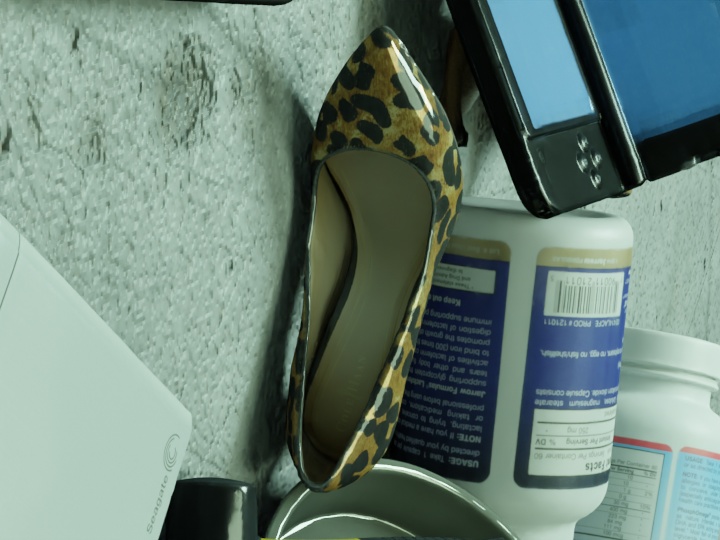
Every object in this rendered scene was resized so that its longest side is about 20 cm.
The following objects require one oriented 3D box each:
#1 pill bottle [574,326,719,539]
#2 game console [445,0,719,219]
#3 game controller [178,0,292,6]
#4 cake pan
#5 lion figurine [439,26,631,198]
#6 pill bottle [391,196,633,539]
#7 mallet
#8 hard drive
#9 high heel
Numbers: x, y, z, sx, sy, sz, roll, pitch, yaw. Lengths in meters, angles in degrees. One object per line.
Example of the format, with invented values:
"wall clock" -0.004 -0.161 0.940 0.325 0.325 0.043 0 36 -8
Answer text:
"pill bottle" 0.165 0.139 1.715 0.109 0.108 0.201 24 75 -66
"game console" 0.129 -0.145 1.439 0.176 0.116 0.201 -18 87 -63
"game controller" -0.069 -0.161 1.153 0.200 0.042 0.105 -10 106 -67
"cake pan" 0.025 0.186 1.351 0.200 0.037 0.201 25 45 -28
"lion figurine" 0.094 -0.104 1.521 0.200 0.072 0.123 16 70 -62
"pill bottle" 0.076 0.066 1.472 0.116 0.115 0.201 -7 104 -67
"mallet" -0.008 0.120 1.298 0.199 0.041 0.066 -4 90 -41
"hard drive" -0.128 0.077 1.108 0.200 0.027 0.132 54 48 -59
"high heel" 0.000 0.000 1.315 0.143 0.071 0.201 -69 164 -50
